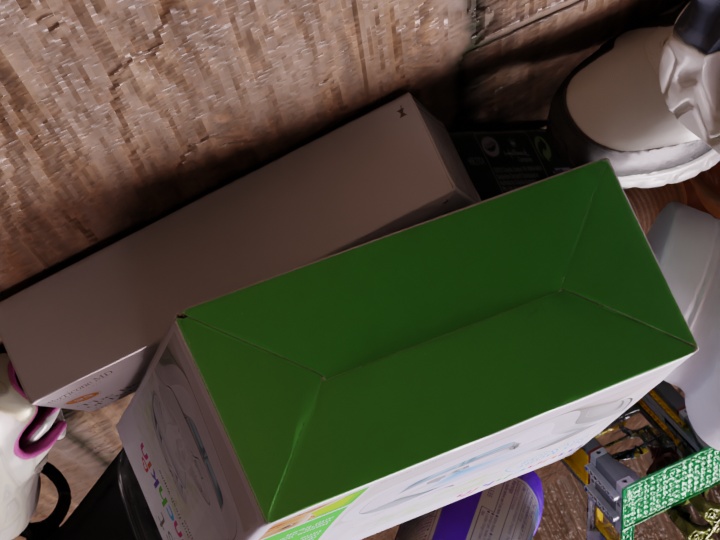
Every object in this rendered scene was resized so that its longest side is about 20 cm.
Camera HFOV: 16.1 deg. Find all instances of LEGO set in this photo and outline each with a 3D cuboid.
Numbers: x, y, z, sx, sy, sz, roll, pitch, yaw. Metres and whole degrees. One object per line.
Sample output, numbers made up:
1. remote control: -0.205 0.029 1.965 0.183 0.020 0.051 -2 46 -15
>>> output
1. LEGO set: 0.155 0.083 1.255 0.200 0.116 0.154 -29 138 -13

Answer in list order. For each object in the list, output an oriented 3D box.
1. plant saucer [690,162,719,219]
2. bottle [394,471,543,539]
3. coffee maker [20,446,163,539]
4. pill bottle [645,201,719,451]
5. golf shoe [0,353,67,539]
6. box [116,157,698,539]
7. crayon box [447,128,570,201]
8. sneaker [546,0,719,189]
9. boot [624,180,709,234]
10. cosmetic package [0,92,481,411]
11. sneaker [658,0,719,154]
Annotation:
1. plant saucer: 0.259 -0.061 1.234 0.200 0.038 0.200 -15 -154 8
2. bottle: 0.038 0.167 1.232 0.084 0.065 0.200 -61 -177 34
3. coffee maker: -0.105 0.144 1.263 0.135 0.192 0.200 -40 177 -39
4. pill bottle: 0.216 0.043 1.137 0.112 0.199 0.112 -158 -90 -87
5. golf shoe: -0.168 0.083 1.176 0.091 0.075 0.200 -29 170 2
6. box: 0.012 0.049 1.079 0.200 0.097 0.177 -20 167 -20
7. crayon box: 0.000 0.000 1.207 0.200 0.051 0.127 -32 167 29
8. sneaker: 0.166 -0.104 1.075 0.200 0.074 0.080 -28 157 -12
9. boot: 0.141 -0.014 1.429 0.155 0.077 0.200 -22 161 -38
10. cosmetic package: -0.050 -0.004 1.079 0.200 0.051 0.083 -27 168 8
11. sneaker: 0.186 -0.133 0.949 0.130 0.079 0.199 -41 155 -22
